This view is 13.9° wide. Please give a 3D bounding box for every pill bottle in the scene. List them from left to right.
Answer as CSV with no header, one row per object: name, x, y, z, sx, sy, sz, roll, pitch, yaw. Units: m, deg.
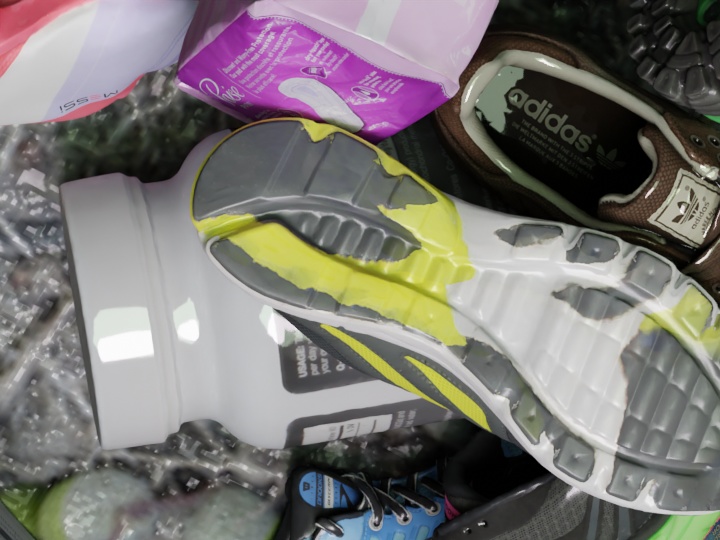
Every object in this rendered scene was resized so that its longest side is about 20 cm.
pill bottle,0.000,0.000,1.030,0.200,0.116,0.117,-9,110,-7

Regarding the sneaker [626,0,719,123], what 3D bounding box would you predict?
sneaker,0.134,-0.115,0.987,0.085,0.200,0.078,32,134,-32

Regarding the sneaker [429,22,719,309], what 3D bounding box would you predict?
sneaker,0.106,-0.011,0.939,0.200,0.076,0.071,29,98,4

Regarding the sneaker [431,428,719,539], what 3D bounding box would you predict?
sneaker,0.057,0.100,1.018,0.084,0.077,0.200,34,111,-1

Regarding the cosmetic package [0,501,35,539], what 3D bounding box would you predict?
cosmetic package,-0.174,0.204,1.026,0.199,0.200,0.123,-38,111,5

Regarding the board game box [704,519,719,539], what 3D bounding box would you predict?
board game box,0.215,0.071,1.020,0.151,0.047,0.200,27,102,-18

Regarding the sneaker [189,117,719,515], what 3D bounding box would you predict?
sneaker,0.040,0.012,0.932,0.200,0.085,0.075,30,84,-1

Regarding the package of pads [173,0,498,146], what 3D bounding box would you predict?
package of pads,0.018,-0.140,0.920,0.076,0.120,0.200,26,73,-12

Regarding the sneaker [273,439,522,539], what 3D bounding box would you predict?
sneaker,0.015,0.102,1.092,0.200,0.078,0.090,-38,108,4

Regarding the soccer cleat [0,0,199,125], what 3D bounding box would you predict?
soccer cleat,-0.073,-0.093,1.012,0.200,0.067,0.077,-16,151,-2
